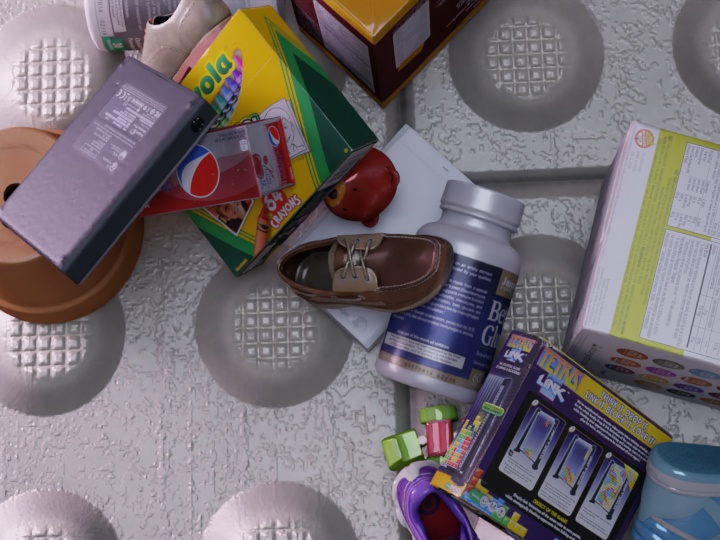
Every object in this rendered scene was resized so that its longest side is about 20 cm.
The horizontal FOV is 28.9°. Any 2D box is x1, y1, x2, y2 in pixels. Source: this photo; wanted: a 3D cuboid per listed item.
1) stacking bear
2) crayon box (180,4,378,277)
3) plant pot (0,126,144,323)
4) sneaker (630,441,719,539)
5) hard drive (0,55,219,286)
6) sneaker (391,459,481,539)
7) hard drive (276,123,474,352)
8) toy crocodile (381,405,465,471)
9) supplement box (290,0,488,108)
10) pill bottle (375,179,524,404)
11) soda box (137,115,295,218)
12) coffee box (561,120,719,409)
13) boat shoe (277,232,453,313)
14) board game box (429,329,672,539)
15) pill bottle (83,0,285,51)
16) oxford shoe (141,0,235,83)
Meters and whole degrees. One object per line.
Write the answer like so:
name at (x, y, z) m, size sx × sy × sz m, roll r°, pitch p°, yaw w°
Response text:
stacking bear at (-0.045, -0.130, 1.416) m, size 0.200 × 0.113 × 0.122 m, roll 44°, pitch 123°, yaw 16°
crayon box at (-0.105, -0.124, 1.358) m, size 0.173 × 0.058 × 0.200 m, roll 50°, pitch 124°, yaw 7°
plant pot at (-0.328, -0.057, 1.409) m, size 0.197 × 0.140 × 0.203 m, roll 0°, pitch 78°, yaw 2°
sneaker at (0.346, 0.241, 1.351) m, size 0.198 × 0.080 × 0.132 m, roll 11°, pitch 110°, yaw -18°
hard drive at (-0.237, -0.096, 1.291) m, size 0.139 × 0.033 × 0.201 m, roll 31°, pitch 79°, yaw 42°
sneaker at (0.089, 0.279, 1.328) m, size 0.080 × 0.083 × 0.201 m, roll -31°, pitch 101°, yaw 0°
hard drive at (0.028, -0.035, 1.444) m, size 0.132 × 0.026 × 0.200 m, roll 42°, pitch 82°, yaw 10°
toy crocodile at (0.119, 0.164, 1.378) m, size 0.197 × 0.062 × 0.068 m, roll -4°, pitch 78°, yaw 2°
supplement box at (0.039, -0.306, 1.411) m, size 0.133 × 0.200 × 0.197 m, roll 43°, pitch 83°, yaw 11°
pill bottle at (0.094, 0.020, 1.370) m, size 0.110 × 0.111 × 0.202 m, roll 17°, pitch 89°, yaw 7°
soda box at (-0.163, -0.094, 1.328) m, size 0.198 × 0.063 × 0.071 m, roll -7°, pitch 100°, yaw 32°
coffee box at (0.314, 0.006, 1.331) m, size 0.195 × 0.200 × 0.202 m, roll 15°, pitch 78°, yaw 5°
boat shoe at (0.000, 0.000, 1.337) m, size 0.198 × 0.071 × 0.077 m, roll -11°, pitch 68°, yaw 41°
board game box at (0.183, 0.178, 1.321) m, size 0.199 × 0.057 × 0.167 m, roll 36°, pitch 78°, yaw -29°
pill bottle at (-0.182, -0.290, 1.465) m, size 0.197 × 0.113 × 0.115 m, roll -2°, pitch 78°, yaw 3°
oxford shoe at (-0.193, -0.222, 1.424) m, size 0.075 × 0.199 × 0.070 m, roll 52°, pitch 41°, yaw -5°
